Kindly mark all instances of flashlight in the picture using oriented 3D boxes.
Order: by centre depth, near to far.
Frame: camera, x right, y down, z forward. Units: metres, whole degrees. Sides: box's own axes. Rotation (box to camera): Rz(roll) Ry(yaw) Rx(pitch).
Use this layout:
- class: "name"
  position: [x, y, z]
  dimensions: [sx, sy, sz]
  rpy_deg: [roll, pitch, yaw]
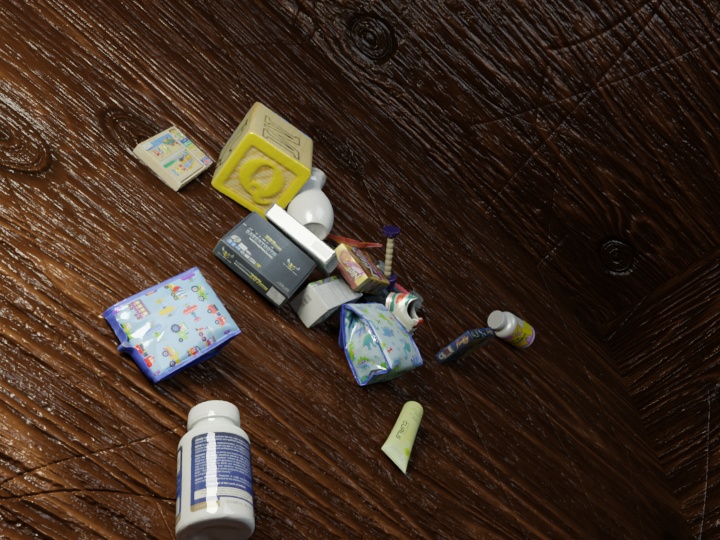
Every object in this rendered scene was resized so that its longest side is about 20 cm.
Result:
- class: "flashlight"
  position: [0.111, 0.049, 1.937]
  dimensions: [0.200, 0.068, 0.068]
  rpy_deg: [36, 24, -24]

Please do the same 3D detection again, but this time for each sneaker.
- class: "sneaker"
  position: [0.116, 0.157, 1.656]
  dimensions: [0.070, 0.093, 0.201]
  rpy_deg: [0, 90, -63]

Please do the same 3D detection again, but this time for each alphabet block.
- class: "alphabet block"
  position: [-0.253, -0.286, 1.656]
  dimensions: [0.196, 0.195, 0.200]
  rpy_deg: [30, 28, -22]

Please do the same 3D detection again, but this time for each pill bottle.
- class: "pill bottle"
  position: [-0.220, 0.303, 0.946]
  dimensions: [0.111, 0.111, 0.200]
  rpy_deg: [30, 30, -35]
- class: "pill bottle"
  position: [0.577, 0.224, 2.416]
  dimensions: [0.200, 0.104, 0.104]
  rpy_deg: [29, 31, -36]

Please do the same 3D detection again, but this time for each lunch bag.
- class: "lunch bag"
  position: [-0.336, 0.101, 1.098]
  dimensions: [0.151, 0.094, 0.200]
  rpy_deg: [54, 34, 6]
- class: "lunch bag"
  position: [0.038, 0.173, 1.558]
  dimensions: [0.170, 0.127, 0.201]
  rpy_deg: [5, 58, -57]

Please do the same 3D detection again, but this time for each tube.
- class: "tube"
  position: [0.103, 0.380, 1.457]
  dimensions: [0.058, 0.052, 0.200]
  rpy_deg: [11, 25, 15]

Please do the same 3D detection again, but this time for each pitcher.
- class: "pitcher"
  position: [-0.154, -0.155, 1.675]
  dimensions: [0.121, 0.171, 0.200]
  rpy_deg: [30, 34, -37]

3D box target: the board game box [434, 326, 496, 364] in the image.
- class: "board game box"
  position: [0.329, 0.231, 1.950]
  dimensions: [0.200, 0.135, 0.035]
  rpy_deg: [3, 49, -59]

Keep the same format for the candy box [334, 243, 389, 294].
- class: "candy box"
  position: [0.000, 0.000, 1.665]
  dimensions: [0.117, 0.056, 0.200]
  rpy_deg: [53, 13, 16]

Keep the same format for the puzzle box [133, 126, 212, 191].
- class: "puzzle box"
  position: [-0.449, -0.275, 1.522]
  dimensions: [0.133, 0.025, 0.200]
  rpy_deg: [44, 24, -12]

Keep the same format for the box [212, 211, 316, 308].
- class: "box"
  position: [-0.216, -0.028, 1.446]
  dimensions: [0.200, 0.051, 0.158]
  rpy_deg: [42, 35, -3]

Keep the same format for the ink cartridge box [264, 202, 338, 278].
- class: "ink cartridge box"
  position: [-0.140, -0.067, 1.561]
  dimensions: [0.200, 0.044, 0.174]
  rpy_deg: [39, -9, 10]

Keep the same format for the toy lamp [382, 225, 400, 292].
- class: "toy lamp"
  position: [0.082, -0.028, 1.826]
  dimensions: [0.058, 0.201, 0.058]
  rpy_deg: [2, 29, -1]

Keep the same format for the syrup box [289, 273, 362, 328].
- class: "syrup box"
  position: [-0.082, 0.071, 1.563]
  dimensions: [0.082, 0.079, 0.200]
  rpy_deg: [52, 24, 8]

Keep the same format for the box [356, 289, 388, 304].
- class: "box"
  position: [0.033, 0.086, 1.769]
  dimensions: [0.200, 0.051, 0.158]
  rpy_deg: [54, 25, 12]

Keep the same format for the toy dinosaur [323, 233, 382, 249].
- class: "toy dinosaur"
  position: [-0.055, -0.082, 1.766]
  dimensions: [0.105, 0.200, 0.182]
  rpy_deg: [45, -13, 30]
